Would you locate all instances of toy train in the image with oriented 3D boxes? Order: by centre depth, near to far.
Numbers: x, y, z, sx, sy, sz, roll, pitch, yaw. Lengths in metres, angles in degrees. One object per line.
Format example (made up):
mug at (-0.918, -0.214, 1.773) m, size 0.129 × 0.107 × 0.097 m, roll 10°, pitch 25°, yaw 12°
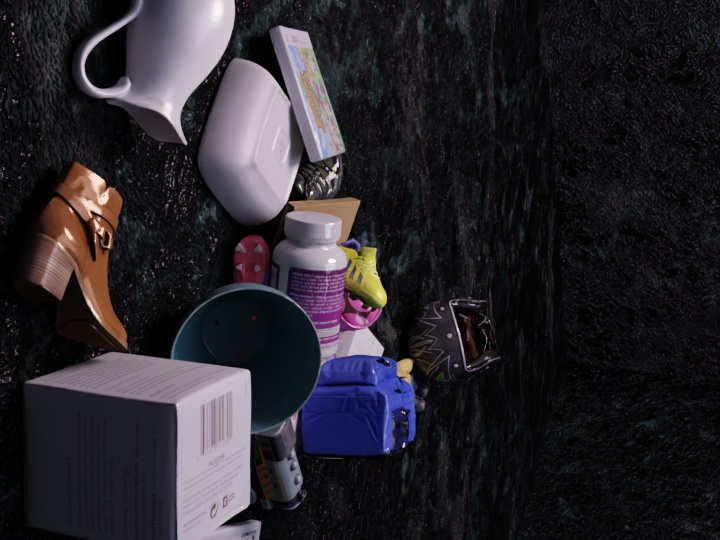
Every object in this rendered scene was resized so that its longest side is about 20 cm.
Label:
toy train at (-0.146, 0.280, 1.520) m, size 0.085 × 0.113 × 0.202 m, roll -57°, pitch 145°, yaw -47°

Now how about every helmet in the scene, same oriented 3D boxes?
helmet at (0.195, 0.153, 2.238) m, size 0.189 × 0.199 × 0.203 m, roll -8°, pitch 105°, yaw -31°

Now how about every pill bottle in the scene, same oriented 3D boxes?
pill bottle at (-0.077, 0.020, 1.487) m, size 0.112 × 0.111 × 0.202 m, roll -25°, pitch 125°, yaw -65°

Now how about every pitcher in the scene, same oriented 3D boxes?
pitcher at (-0.238, -0.271, 1.186) m, size 0.171 × 0.120 × 0.202 m, roll 27°, pitch 80°, yaw -50°

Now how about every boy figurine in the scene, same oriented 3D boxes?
boy figurine at (0.092, 0.245, 2.175) m, size 0.200 × 0.064 × 0.126 m, roll 50°, pitch 52°, yaw -65°

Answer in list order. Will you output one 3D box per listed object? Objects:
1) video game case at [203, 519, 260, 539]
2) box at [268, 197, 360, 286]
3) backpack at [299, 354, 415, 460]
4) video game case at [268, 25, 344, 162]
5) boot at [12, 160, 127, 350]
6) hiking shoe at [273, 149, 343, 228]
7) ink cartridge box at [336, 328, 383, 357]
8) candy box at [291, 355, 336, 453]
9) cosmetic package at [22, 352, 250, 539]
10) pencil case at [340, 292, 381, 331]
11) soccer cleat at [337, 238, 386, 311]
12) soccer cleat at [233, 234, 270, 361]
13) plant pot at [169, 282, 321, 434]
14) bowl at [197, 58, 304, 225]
video game case at (-0.212, 0.475, 1.523) m, size 0.200 × 0.023 × 0.184 m, roll 20°, pitch 76°, yaw -68°
box at (-0.080, -0.035, 1.604) m, size 0.199 × 0.021 × 0.165 m, roll -12°, pitch 125°, yaw -60°
backpack at (0.012, 0.223, 1.653) m, size 0.200 × 0.161 × 0.170 m, roll 16°, pitch 79°, yaw -69°
video game case at (-0.078, -0.270, 1.556) m, size 0.182 × 0.022 × 0.202 m, roll -44°, pitch 118°, yaw -76°
boot at (-0.303, -0.010, 1.139) m, size 0.200 × 0.076 × 0.157 m, roll 52°, pitch 43°, yaw -50°
hiking shoe at (-0.084, -0.139, 1.630) m, size 0.101 × 0.075 × 0.202 m, roll 56°, pitch 45°, yaw -62°
ink cartridge box at (-0.026, 0.206, 1.912) m, size 0.202 × 0.050 × 0.162 m, roll -68°, pitch 155°, yaw -17°
candy box at (-0.110, 0.168, 1.641) m, size 0.200 × 0.071 × 0.169 m, roll -56°, pitch 145°, yaw -51°
cosmetic package at (-0.245, 0.196, 1.138) m, size 0.167 × 0.198 × 0.169 m, roll -19°, pitch 112°, yaw -66°
pencil case at (-0.017, 0.058, 1.718) m, size 0.200 × 0.093 × 0.092 m, roll 172°, pitch -98°, yaw -78°
soccer cleat at (-0.001, -0.001, 1.567) m, size 0.084 × 0.200 × 0.065 m, roll -46°, pitch 117°, yaw -1°
soccer cleat at (-0.164, 0.049, 1.498) m, size 0.076 × 0.066 × 0.203 m, roll -12°, pitch 107°, yaw -81°
plant pot at (-0.162, 0.102, 1.383) m, size 0.135 × 0.198 × 0.203 m, roll -132°, pitch -142°, yaw -69°
bowl at (-0.145, -0.180, 1.476) m, size 0.200 × 0.074 × 0.202 m, roll 58°, pitch 43°, yaw -58°
